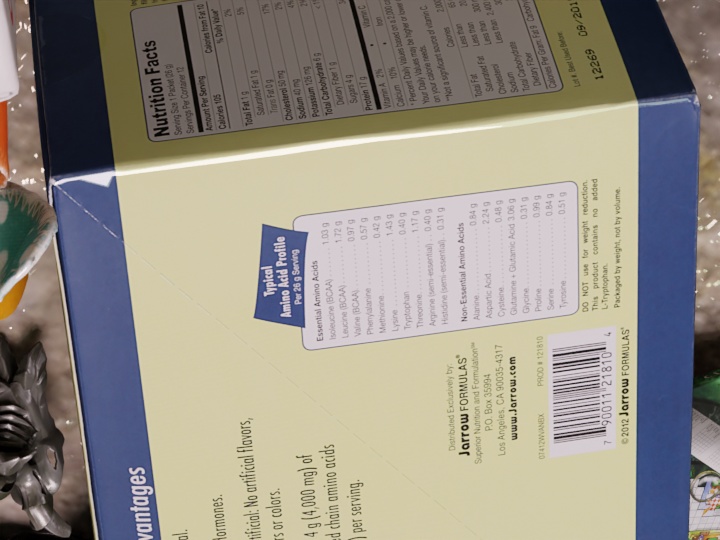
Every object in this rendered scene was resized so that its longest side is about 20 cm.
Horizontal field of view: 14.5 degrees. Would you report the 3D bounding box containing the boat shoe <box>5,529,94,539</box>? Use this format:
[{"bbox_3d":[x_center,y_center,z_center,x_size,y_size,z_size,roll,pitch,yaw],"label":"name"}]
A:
[{"bbox_3d":[-0.116,0.132,1.066,0.199,0.075,0.074,-32,99,18],"label":"boat shoe"}]

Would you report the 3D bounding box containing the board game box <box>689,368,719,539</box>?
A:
[{"bbox_3d":[0.143,0.088,1.045,0.199,0.023,0.105,-19,91,-8],"label":"board game box"}]

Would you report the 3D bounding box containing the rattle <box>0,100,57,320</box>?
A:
[{"bbox_3d":[-0.109,-0.013,0.868,0.142,0.131,0.200,3,149,-38],"label":"rattle"}]

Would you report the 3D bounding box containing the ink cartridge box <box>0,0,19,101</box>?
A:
[{"bbox_3d":[-0.146,-0.150,0.768,0.083,0.201,0.146,-9,127,-2],"label":"ink cartridge box"}]

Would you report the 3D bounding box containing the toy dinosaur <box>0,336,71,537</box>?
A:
[{"bbox_3d":[-0.171,0.081,0.964,0.102,0.136,0.201,-17,86,21],"label":"toy dinosaur"}]

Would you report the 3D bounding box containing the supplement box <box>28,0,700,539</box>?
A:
[{"bbox_3d":[0.000,0.000,0.940,0.198,0.135,0.201,-7,126,-5],"label":"supplement box"}]
